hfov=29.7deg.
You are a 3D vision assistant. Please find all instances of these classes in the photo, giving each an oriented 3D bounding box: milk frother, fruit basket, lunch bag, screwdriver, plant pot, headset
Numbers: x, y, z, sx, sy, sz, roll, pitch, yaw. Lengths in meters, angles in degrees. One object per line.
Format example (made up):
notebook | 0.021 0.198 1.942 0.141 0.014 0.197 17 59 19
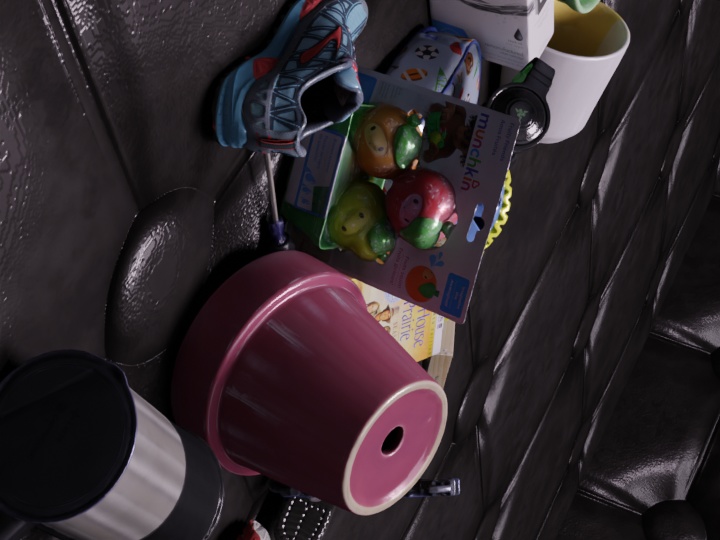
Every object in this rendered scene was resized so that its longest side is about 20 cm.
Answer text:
milk frother | -0.159 0.183 0.947 0.181 0.200 0.188 -61 158 -13
fruit basket | 0.027 -0.072 1.189 0.094 0.200 0.186 -3 113 -53
lunch bag | 0.055 -0.139 1.378 0.200 0.075 0.161 -54 157 -39
screwdriver | -0.075 -0.057 1.187 0.200 0.028 0.029 86 0 -46
plant pot | -0.033 0.109 1.164 0.200 0.179 0.201 -32 138 -34
headset | 0.123 -0.138 1.337 0.124 0.094 0.200 -50 -171 50

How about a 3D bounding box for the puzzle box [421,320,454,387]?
puzzle box | 0.093 0.070 1.614 0.200 0.025 0.134 95 0 -68

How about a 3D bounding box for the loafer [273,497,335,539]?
loafer | -0.044 0.218 1.485 0.200 0.073 0.071 -57 -176 -26

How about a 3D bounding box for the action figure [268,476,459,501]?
action figure | -0.001 0.179 1.367 0.193 0.199 0.105 59 31 -76

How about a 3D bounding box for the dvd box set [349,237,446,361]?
dvd box set | -0.004 0.053 1.331 0.199 0.029 0.147 -19 134 -27

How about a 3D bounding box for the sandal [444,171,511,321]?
sandal | 0.093 -0.043 1.442 0.087 0.079 0.201 14 101 -38

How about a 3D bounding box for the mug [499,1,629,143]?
mug | 0.247 -0.250 1.677 0.187 0.149 0.153 -41 153 -42

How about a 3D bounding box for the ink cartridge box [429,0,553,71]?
ink cartridge box | 0.128 -0.300 1.352 0.067 0.116 0.200 -58 156 -26

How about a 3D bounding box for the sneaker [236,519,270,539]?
sneaker | -0.095 0.329 1.414 0.078 0.082 0.200 -57 156 -31

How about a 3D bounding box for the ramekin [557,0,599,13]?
ramekin | 0.243 -0.408 1.571 0.200 0.097 0.200 -53 154 -40

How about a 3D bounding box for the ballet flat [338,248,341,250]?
ballet flat | 0.000 0.000 1.358 0.068 0.075 0.200 -88 179 -50

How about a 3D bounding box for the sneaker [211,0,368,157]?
sneaker | -0.034 -0.153 1.100 0.200 0.095 0.079 -54 155 -36
